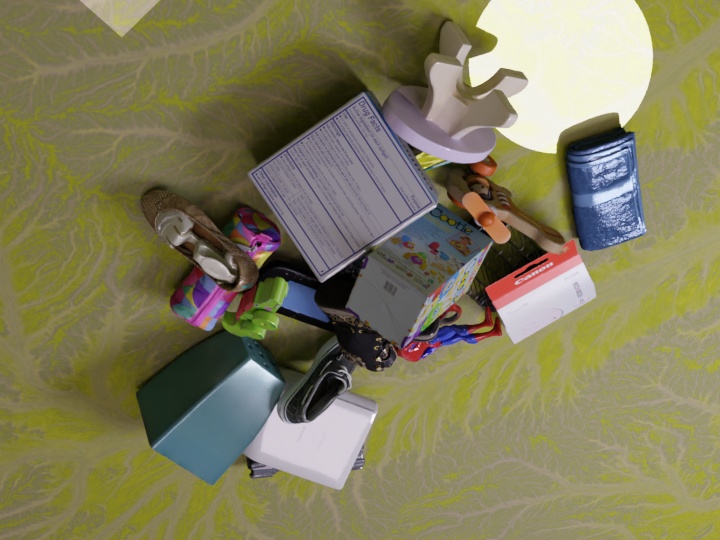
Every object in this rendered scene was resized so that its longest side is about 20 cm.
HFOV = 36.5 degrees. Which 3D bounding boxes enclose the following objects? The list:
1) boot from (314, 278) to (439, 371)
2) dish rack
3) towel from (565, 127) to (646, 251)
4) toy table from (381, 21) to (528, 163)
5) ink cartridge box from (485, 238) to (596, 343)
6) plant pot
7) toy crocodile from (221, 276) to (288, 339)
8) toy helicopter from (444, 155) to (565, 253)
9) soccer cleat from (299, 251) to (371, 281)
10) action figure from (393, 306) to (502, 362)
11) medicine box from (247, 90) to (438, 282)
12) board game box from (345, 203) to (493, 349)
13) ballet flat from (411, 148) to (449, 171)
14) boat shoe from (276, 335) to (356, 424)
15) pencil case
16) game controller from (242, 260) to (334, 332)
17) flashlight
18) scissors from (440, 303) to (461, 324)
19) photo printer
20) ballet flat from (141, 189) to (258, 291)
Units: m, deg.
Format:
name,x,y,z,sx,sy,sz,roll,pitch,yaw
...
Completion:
name,x,y,z,sx,sy,sz,roll,pitch,yaw
boot,0.034,0.093,1.650,0.198,0.074,0.151,12,146,21
dish rack,0.215,-0.006,1.744,0.153,0.055,0.200,-41,127,16
towel,0.384,-0.122,1.710,0.111,0.049,0.201,-19,129,-1
toy table,0.134,-0.234,1.483,0.199,0.184,0.117,-12,149,-48
ink cartridge box,0.292,0.038,1.750,0.162,0.057,0.200,-30,161,5
plant pot,-0.225,0.199,1.721,0.200,0.142,0.141,-44,126,7
toy crocodile,-0.150,0.052,1.585,0.061,0.068,0.200,21,160,-13
toy helicopter,0.210,-0.085,1.594,0.199,0.132,0.079,32,117,3
soccer cleat,0.000,0.000,1.666,0.199,0.081,0.068,20,119,-28
action figure,0.129,0.109,1.788,0.199,0.052,0.065,-21,149,21
medicine box,-0.021,-0.118,1.509,0.199,0.103,0.183,-33,97,9
board game box,0.085,0.005,1.540,0.200,0.105,0.103,-36,156,-48
ballet flat,0.065,-0.161,1.585,0.199,0.067,0.067,-27,108,1
boat shoe,-0.046,0.176,1.730,0.200,0.071,0.072,-49,129,-32
pencil case,-0.198,-0.002,1.605,0.088,0.089,0.200,25,117,-31
game controller,-0.079,0.042,1.688,0.199,0.042,0.104,20,144,-29
flashlight,-0.094,0.324,1.892,0.198,0.068,0.068,-6,130,-14
scissors,0.145,0.043,1.728,0.072,0.014,0.200,10,153,-14
photo printer,-0.092,0.258,1.809,0.199,0.069,0.167,22,102,-14
ballet flat,-0.228,-0.041,1.521,0.199,0.065,0.071,35,110,0
